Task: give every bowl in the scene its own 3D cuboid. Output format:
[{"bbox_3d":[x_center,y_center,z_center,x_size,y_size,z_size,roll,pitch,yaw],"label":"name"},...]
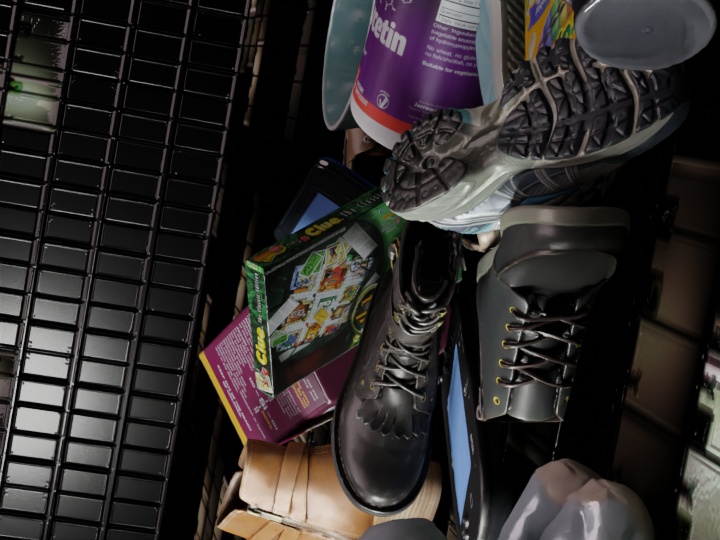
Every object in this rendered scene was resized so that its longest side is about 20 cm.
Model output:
[{"bbox_3d":[0.041,-0.204,1.415,0.201,0.105,0.201,-170,90,-79],"label":"bowl"}]

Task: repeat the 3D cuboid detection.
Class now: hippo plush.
[{"bbox_3d":[0.051,0.180,0.907,0.159,0.161,0.200,-95,18,-50],"label":"hippo plush"}]

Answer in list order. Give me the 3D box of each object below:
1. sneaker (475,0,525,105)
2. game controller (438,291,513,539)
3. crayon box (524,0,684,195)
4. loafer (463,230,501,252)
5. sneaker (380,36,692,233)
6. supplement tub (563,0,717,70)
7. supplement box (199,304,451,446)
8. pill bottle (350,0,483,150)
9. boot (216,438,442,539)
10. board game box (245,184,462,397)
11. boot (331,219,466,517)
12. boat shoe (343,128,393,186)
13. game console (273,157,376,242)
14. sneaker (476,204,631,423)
[{"bbox_3d":[0.105,-0.178,1.157,0.082,0.074,0.200,138,141,-68],"label":"sneaker"},{"bbox_3d":[0.072,0.108,1.133,0.200,0.042,0.104,-95,-1,-48],"label":"game controller"},{"bbox_3d":[0.140,-0.163,1.026,0.126,0.052,0.200,116,159,-56],"label":"crayon box"},{"bbox_3d":[0.084,-0.044,1.149,0.200,0.063,0.072,-152,53,-77],"label":"loafer"},{"bbox_3d":[0.110,-0.072,0.985,0.200,0.086,0.078,-18,59,41],"label":"sneaker"},{"bbox_3d":[0.145,-0.204,0.900,0.107,0.107,0.200,117,159,-57],"label":"supplement tub"},{"bbox_3d":[-0.027,0.059,1.356,0.103,0.131,0.200,63,154,7],"label":"supplement box"},{"bbox_3d":[0.067,-0.187,1.254,0.112,0.112,0.200,-100,22,-58],"label":"pill bottle"},{"bbox_3d":[-0.036,0.210,1.328,0.074,0.155,0.200,-102,24,-61],"label":"boot"},{"bbox_3d":[0.000,0.000,1.207,0.023,0.200,0.105,21,127,38],"label":"board game box"},{"bbox_3d":[0.028,0.046,1.109,0.174,0.069,0.200,106,172,-69],"label":"boot"},{"bbox_3d":[0.019,-0.119,1.571,0.068,0.072,0.200,-124,35,-68],"label":"boat shoe"},{"bbox_3d":[-0.011,0.021,1.482,0.118,0.171,0.200,-57,2,-23],"label":"game console"},{"bbox_3d":[0.111,0.029,0.994,0.200,0.075,0.106,107,165,-76],"label":"sneaker"}]
